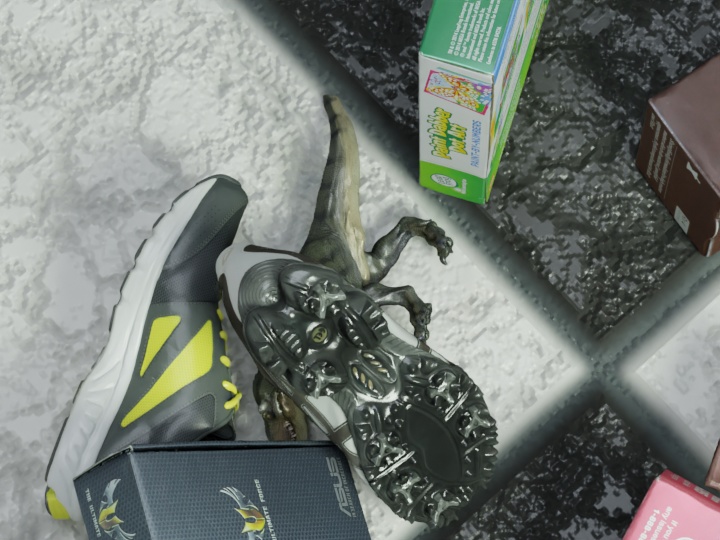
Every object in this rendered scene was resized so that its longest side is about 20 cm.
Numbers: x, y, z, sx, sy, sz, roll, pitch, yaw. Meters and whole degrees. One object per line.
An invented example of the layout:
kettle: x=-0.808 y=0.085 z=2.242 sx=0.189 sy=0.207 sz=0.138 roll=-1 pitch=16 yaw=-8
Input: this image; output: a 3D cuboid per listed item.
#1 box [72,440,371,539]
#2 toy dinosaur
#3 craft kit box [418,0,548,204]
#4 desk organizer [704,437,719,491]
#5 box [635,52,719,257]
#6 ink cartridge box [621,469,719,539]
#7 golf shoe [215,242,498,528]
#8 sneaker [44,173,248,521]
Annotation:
box: x=-0.048 y=0.185 z=1.460 sx=0.051 sy=0.157 sz=0.201 roll=-31 pitch=68 yaw=37
toy dinosaur: x=0.000 y=0.000 z=1.569 sx=0.088 sy=0.048 sz=0.201 roll=9 pitch=70 yaw=11
craft kit box: x=0.076 y=-0.160 z=1.536 sx=0.048 sy=0.198 sz=0.201 roll=15 pitch=73 yaw=9
desk organizer: x=0.276 y=0.117 z=1.511 sx=0.199 sy=0.072 sz=0.077 roll=21 pitch=74 yaw=7
box: x=0.247 y=-0.100 z=1.566 sx=0.200 sy=0.100 sz=0.075 roll=-35 pitch=75 yaw=-10
ink cartridge box: x=0.203 y=0.210 z=1.466 sx=0.199 sy=0.083 sz=0.147 roll=28 pitch=89 yaw=9
golf shoe: x=-0.002 y=0.051 z=1.505 sx=0.078 sy=0.200 sz=0.094 roll=-43 pitch=38 yaw=-7
sneaker: x=-0.094 y=0.049 z=1.548 sx=0.084 sy=0.074 sz=0.201 roll=23 pitch=84 yaw=2
